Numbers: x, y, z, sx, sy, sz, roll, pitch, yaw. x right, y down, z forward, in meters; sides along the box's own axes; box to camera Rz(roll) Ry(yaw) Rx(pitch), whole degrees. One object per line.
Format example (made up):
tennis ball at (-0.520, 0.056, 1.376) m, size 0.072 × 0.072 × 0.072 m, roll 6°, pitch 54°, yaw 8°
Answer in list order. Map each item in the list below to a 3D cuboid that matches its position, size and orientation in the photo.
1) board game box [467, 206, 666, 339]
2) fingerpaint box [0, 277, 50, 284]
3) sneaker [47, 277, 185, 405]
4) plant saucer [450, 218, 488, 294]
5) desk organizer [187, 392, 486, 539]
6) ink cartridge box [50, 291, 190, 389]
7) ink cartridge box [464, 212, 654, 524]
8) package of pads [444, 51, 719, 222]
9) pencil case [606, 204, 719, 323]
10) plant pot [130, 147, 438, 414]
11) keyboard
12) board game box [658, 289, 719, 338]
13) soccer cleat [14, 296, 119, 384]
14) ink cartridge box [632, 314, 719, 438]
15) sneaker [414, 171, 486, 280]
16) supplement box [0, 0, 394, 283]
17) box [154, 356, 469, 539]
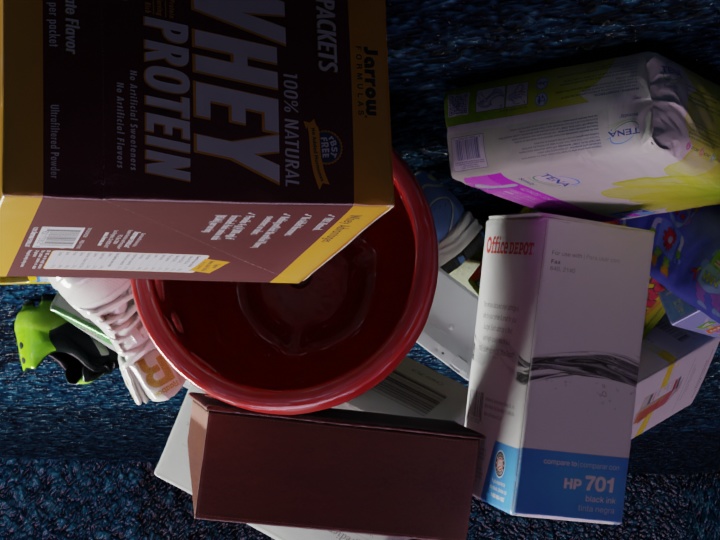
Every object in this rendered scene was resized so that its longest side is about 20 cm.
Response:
board game box at (0.191, -0.002, 1.561) m, size 0.199 × 0.048 × 0.102 m, roll 10°, pitch 124°, yaw -46°
fingerpaint box at (-0.270, -0.039, 1.355) m, size 0.166 × 0.074 × 0.200 m, roll -1°, pitch 169°, yaw -7°
sneaker at (-0.155, 0.034, 1.329) m, size 0.073 × 0.116 × 0.200 m, roll -28°, pitch 172°, yaw 3°
plant saucer at (0.048, -0.010, 1.626) m, size 0.199 × 0.048 × 0.200 m, roll 7°, pitch 165°, yaw -37°
desk organizer at (-0.022, 0.137, 1.318) m, size 0.199 × 0.077 × 0.072 m, roll 7°, pitch -178°, yaw -15°
ink cartridge box at (-0.164, 0.046, 1.638) m, size 0.145 × 0.088 × 0.200 m, roll 26°, pitch 171°, yaw 11°
ink cartridge box at (0.132, 0.066, 1.320) m, size 0.085 × 0.201 × 0.146 m, roll 8°, pitch 179°, yaw -12°
package of pads at (0.169, -0.081, 1.238) m, size 0.154 × 0.069 × 0.200 m, roll -8°, pitch 168°, yaw 33°
pencil case at (0.246, -0.020, 1.335) m, size 0.078 × 0.087 × 0.200 m, roll 2°, pitch -157°, yaw -29°
plant pot at (-0.044, 0.002, 1.286) m, size 0.199 × 0.202 × 0.183 m, roll -3°, pitch 171°, yaw 4°
keyboard at (0.019, 0.002, 1.398) m, size 0.200 × 0.056 × 0.011 m, roll 37°, pitch -168°, yaw -2°
board game box at (0.370, -0.003, 1.595) m, size 0.200 × 0.037 × 0.151 m, roll -30°, pitch 156°, yaw 27°
soccer cleat at (-0.260, 0.076, 1.910) m, size 0.199 × 0.082 × 0.067 m, roll 7°, pitch 166°, yaw -39°
ink cartridge box at (0.209, 0.076, 1.686) m, size 0.145 × 0.084 × 0.200 m, roll 32°, pitch -153°, yaw 25°
sneaker at (0.000, 0.000, 1.445) m, size 0.200 × 0.077 × 0.076 m, roll -34°, pitch -179°, yaw 15°
supplement box at (-0.105, -0.078, 1.038) m, size 0.199 × 0.134 × 0.197 m, roll 1°, pitch 168°, yaw -16°
box at (-0.030, 0.134, 1.556) m, size 0.199 × 0.131 × 0.199 m, roll 26°, pitch -167°, yaw 11°
